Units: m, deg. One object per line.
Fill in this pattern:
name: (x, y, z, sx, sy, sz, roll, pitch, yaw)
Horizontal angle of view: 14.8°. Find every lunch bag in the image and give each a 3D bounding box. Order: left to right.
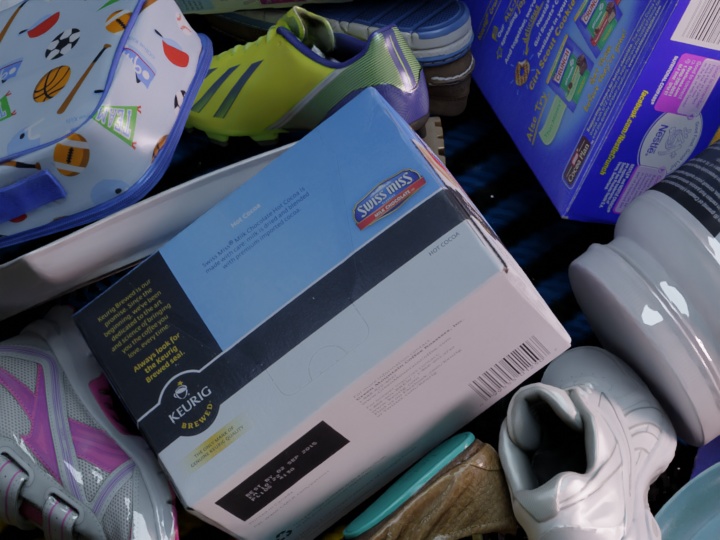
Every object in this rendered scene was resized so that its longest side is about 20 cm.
lunch bag: (-0.184, -0.076, 1.524, 0.200, 0.076, 0.160, -18, 38, 31)

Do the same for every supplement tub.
supplement tub: (0.229, -0.010, 1.520, 0.200, 0.140, 0.140, -35, 62, -8)

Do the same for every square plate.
square plate: (-0.121, -0.018, 1.488, 0.200, 0.198, 0.028, -24, 92, -25)

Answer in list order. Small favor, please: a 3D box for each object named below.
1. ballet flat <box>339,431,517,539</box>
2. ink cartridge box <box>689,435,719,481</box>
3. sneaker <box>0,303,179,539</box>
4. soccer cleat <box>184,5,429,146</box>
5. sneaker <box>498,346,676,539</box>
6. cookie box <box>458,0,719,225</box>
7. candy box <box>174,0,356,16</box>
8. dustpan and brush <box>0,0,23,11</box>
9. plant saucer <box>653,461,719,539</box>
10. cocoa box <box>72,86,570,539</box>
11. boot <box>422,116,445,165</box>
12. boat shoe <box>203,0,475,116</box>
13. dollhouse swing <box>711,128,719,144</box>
ballet flat: (-0.002, 0.162, 1.420, 0.200, 0.068, 0.072, -33, 94, -15)
ink cartridge box: (0.283, 0.122, 1.516, 0.200, 0.047, 0.198, 18, 52, 3)
sneaker: (-0.153, 0.111, 1.438, 0.088, 0.081, 0.200, -20, 51, -18)
soccer cleat: (-0.040, -0.114, 1.583, 0.200, 0.084, 0.065, 8, 29, 44)
sneaker: (0.114, 0.086, 1.454, 0.078, 0.099, 0.200, -23, 27, 15)
cookie box: (0.143, -0.149, 1.597, 0.075, 0.171, 0.200, 9, 33, -29)
candy box: (-0.030, -0.226, 1.606, 0.200, 0.061, 0.137, -5, 70, 9)
dustpan and brush: (-0.133, -0.190, 1.679, 0.200, 0.057, 0.140, -17, 38, 5)
plant saucer: (0.231, 0.186, 1.421, 0.200, 0.027, 0.201, -5, 69, 13)
cocoa box: (-0.019, 0.030, 1.429, 0.200, 0.133, 0.131, -37, 63, 5)
boot: (0.000, 0.000, 1.557, 0.107, 0.075, 0.200, -3, 47, -2)
boat shoe: (-0.019, -0.131, 1.645, 0.200, 0.073, 0.072, 19, 39, 40)
dollhouse swing: (0.280, -0.088, 1.689, 0.200, 0.176, 0.182, 18, 92, 5)
